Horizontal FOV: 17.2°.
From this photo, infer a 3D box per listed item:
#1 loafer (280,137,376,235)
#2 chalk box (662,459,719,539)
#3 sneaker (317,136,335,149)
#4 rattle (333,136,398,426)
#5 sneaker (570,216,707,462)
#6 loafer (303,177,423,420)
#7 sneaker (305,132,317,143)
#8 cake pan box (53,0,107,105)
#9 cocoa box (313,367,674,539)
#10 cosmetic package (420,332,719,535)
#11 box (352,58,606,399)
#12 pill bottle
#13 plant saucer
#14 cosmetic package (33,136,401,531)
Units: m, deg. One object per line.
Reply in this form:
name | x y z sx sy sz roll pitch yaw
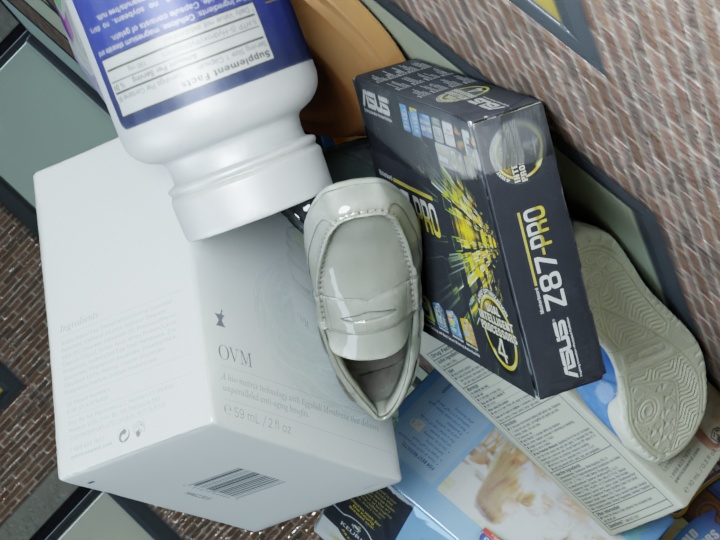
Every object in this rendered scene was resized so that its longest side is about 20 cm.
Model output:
loafer | 0.006 -0.057 1.479 0.068 0.070 0.201 47 -159 14
chalk box | 0.241 0.191 1.790 0.200 0.124 0.125 43 176 11
sneaker | -0.010 -0.097 1.782 0.200 0.078 0.066 59 -150 -9
rattle | 0.000 0.000 1.612 0.130 0.200 0.143 25 154 17
sneaker | 0.136 0.032 1.479 0.111 0.077 0.200 29 162 50
loafer | 0.007 0.017 1.372 0.200 0.070 0.070 78 -179 -58
sneaker | -0.062 -0.091 1.634 0.075 0.106 0.200 6 168 -4
cake pan box | -0.164 -0.184 1.502 0.200 0.052 0.184 52 165 56
cocoa box | 0.092 0.178 1.673 0.200 0.133 0.131 40 147 11
cosmetic package | 0.141 0.071 1.575 0.200 0.087 0.103 44 150 -8
box | 0.064 -0.028 1.346 0.200 0.049 0.161 -147 43 -67
pill bottle | -0.092 -0.125 1.340 0.120 0.120 0.200 -165 54 -81
plant saucer | -0.056 -0.146 1.485 0.200 0.037 0.200 32 164 11
cosmetic package | -0.087 0.036 1.470 0.199 0.123 0.200 23 -128 -53
